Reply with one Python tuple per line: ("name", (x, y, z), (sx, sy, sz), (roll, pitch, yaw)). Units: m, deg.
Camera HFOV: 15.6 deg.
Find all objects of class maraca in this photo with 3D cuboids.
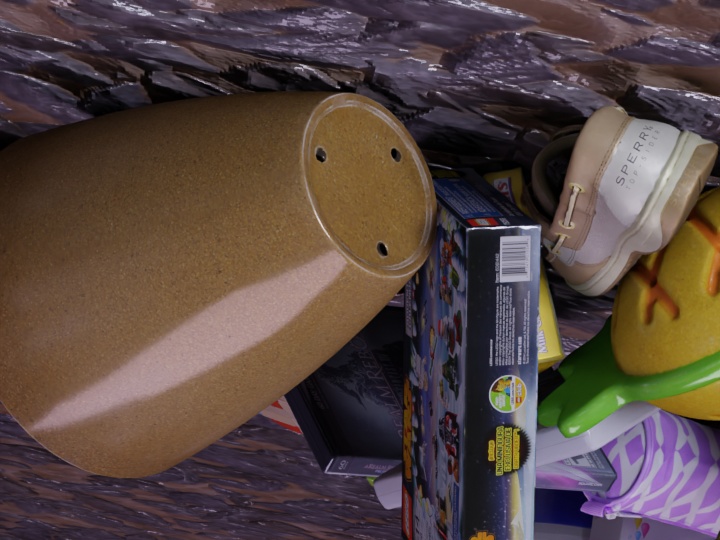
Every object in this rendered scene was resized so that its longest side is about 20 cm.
("maraca", (0.170, 0.022, 1.280), (0.200, 0.137, 0.107), (-29, 102, 32))

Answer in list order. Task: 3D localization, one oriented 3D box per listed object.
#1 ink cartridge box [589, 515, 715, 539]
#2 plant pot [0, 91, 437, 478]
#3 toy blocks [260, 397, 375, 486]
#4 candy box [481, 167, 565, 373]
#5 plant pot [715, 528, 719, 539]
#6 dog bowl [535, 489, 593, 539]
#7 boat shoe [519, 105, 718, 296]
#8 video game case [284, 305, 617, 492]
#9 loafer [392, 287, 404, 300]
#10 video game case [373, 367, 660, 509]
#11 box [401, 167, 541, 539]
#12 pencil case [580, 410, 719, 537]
("ink cartridge box", (0.244, 0.242, 1.964), (0.144, 0.200, 0.085), (13, 166, -11))
("plant pot", (-0.066, -0.011, 1.296), (0.186, 0.187, 0.200), (23, 148, -40))
("toy blocks", (-0.031, 0.079, 1.783), (0.137, 0.100, 0.200), (19, 167, 14))
("candy box", (0.062, 0.017, 1.421), (0.026, 0.102, 0.200), (-8, 169, -14))
("plant pot", (0.342, 0.166, 1.639), (0.199, 0.182, 0.200), (15, 165, -21))
("dog bowl", (0.189, 0.208, 2.119), (0.200, 0.079, 0.200), (9, 165, 2))
("boat shoe", (0.113, -0.039, 1.249), (0.066, 0.074, 0.200), (30, 166, -2))
("video game case", (0.041, 0.072, 1.556), (0.200, 0.143, 0.019), (7, 126, -32))
("loafer", (0.000, 0.000, 1.438), (0.071, 0.073, 0.200), (12, 162, -14))
("video game case", (0.129, 0.067, 1.446), (0.200, 0.022, 0.182), (-27, -177, -39))
("box", (0.052, 0.060, 1.304), (0.040, 0.200, 0.137), (-2, -167, -11))
("pencil case", (0.242, 0.153, 1.854), (0.200, 0.086, 0.084), (18, 166, -31))
